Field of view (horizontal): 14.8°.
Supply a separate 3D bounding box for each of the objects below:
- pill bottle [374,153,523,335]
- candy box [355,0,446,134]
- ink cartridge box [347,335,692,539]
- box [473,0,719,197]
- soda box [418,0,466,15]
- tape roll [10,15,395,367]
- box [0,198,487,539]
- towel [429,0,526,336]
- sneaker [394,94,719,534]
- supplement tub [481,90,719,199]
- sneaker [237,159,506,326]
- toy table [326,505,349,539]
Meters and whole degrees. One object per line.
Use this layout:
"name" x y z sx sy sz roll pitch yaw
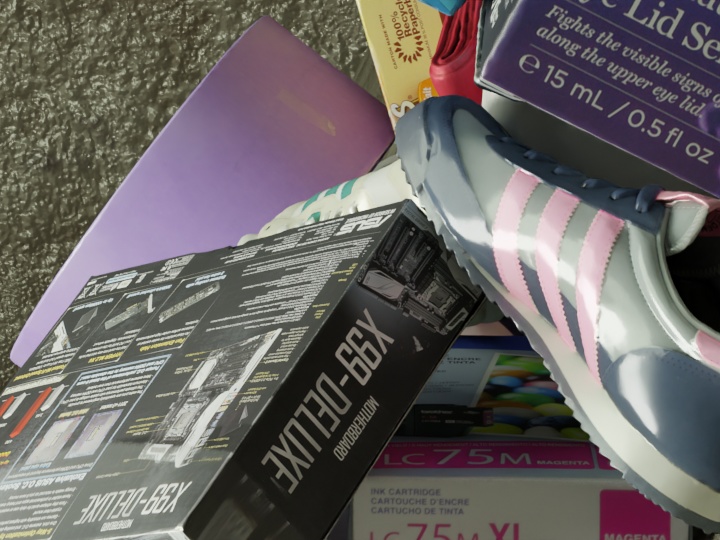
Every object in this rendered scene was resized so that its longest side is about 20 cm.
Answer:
"pill bottle" 0.031 0.040 1.328 0.201 0.119 0.120 -75 11 -54
"candy box" 0.037 -0.111 1.268 0.200 0.055 0.116 -81 -24 -72
"ink cartridge box" 0.056 0.060 1.038 0.200 0.118 0.042 -86 -3 -77
"box" 0.144 -0.128 0.885 0.104 0.147 0.201 -80 15 -67
"soda box" 0.028 -0.141 1.001 0.068 0.064 0.200 -62 -1 10
"tape roll" -0.070 -0.014 1.289 0.200 0.085 0.200 -53 1 2
"box" -0.068 0.058 1.000 0.199 0.050 0.158 -13 35 48
"towel" 0.076 -0.043 1.167 0.145 0.022 0.201 -73 -33 -52
"sneaker" 0.088 -0.007 0.941 0.082 0.070 0.200 -51 55 20
"supplement tub" 0.120 -0.103 1.078 0.200 0.131 0.132 -75 11 -57
"sneaker" 0.000 0.000 1.101 0.200 0.093 0.071 147 106 -81
"toy table" -0.014 0.150 1.053 0.200 0.183 0.118 46 142 51
